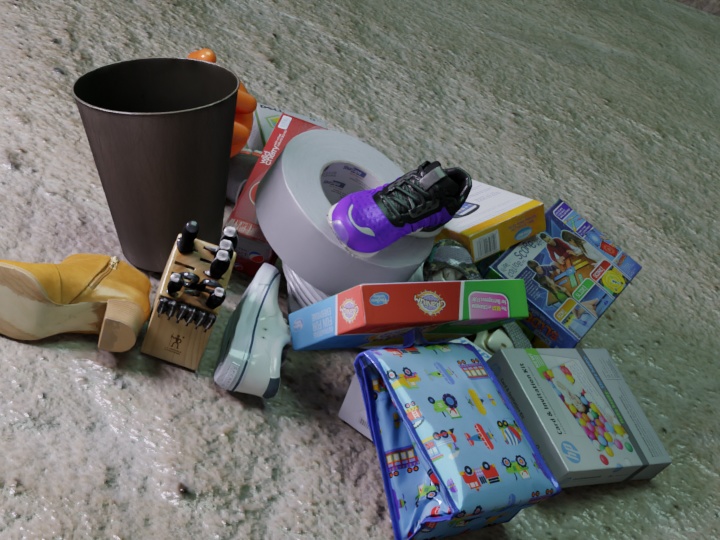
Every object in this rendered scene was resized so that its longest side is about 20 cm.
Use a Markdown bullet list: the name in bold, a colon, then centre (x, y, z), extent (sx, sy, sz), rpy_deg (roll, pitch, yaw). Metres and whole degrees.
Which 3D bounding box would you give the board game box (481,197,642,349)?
- **board game box**: centre (0.239, 0.005, 1.817), extent (0.135, 0.035, 0.200), rpy_deg (41, 41, 9)

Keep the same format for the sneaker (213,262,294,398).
- **sneaker**: centre (-0.103, 0.069, 1.613), extent (0.070, 0.073, 0.201), rpy_deg (28, 34, -10)

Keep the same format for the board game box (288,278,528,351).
- **board game box**: centre (0.048, 0.046, 1.571), extent (0.198, 0.153, 0.041), rpy_deg (-2, 79, -31)

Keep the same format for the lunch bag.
- **lunch bag**: centre (0.082, 0.147, 1.481), extent (0.150, 0.094, 0.202), rpy_deg (-3, 66, -42)

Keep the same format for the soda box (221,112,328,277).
- **soda box**: centre (-0.101, -0.088, 1.801), extent (0.063, 0.070, 0.201), rpy_deg (20, 52, 5)

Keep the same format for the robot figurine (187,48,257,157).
- **robot figurine**: centre (-0.208, -0.190, 1.879), extent (0.116, 0.145, 0.199), rpy_deg (-27, 17, -35)

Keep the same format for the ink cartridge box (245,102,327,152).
- **ink cartridge box**: centre (-0.096, -0.169, 2.057), extent (0.103, 0.060, 0.201), rpy_deg (13, 28, -19)

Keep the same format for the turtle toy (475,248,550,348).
- **turtle toy**: centre (0.190, 0.010, 1.902), extent (0.144, 0.102, 0.200), rpy_deg (22, 21, -3)

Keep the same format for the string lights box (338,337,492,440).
- **string lights box**: centre (0.076, 0.133, 1.632), extent (0.102, 0.059, 0.199), rpy_deg (33, 28, 22)

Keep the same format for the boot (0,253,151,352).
- **boot**: centre (-0.309, 0.016, 1.549), extent (0.199, 0.071, 0.144), rpy_deg (19, 20, -13)

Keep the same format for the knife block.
- **knife block**: centre (-0.164, 0.000, 1.557), extent (0.063, 0.177, 0.201), rpy_deg (19, 26, -8)

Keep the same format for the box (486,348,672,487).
- **box**: centre (0.235, 0.157, 1.664), extent (0.199, 0.041, 0.157), rpy_deg (3, 50, -45)

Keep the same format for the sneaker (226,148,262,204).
- **sneaker**: centre (-0.112, -0.082, 1.873), extent (0.199, 0.078, 0.082), rpy_deg (26, 37, 15)

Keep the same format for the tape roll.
- **tape roll**: centre (-0.016, -0.061, 1.697), extent (0.199, 0.066, 0.201), rpy_deg (24, 38, -20)

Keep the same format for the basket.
- **basket**: centre (-0.215, -0.112, 1.669), extent (0.178, 0.202, 0.136), rpy_deg (1, 32, 2)

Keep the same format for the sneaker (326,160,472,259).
- **sneaker**: centre (0.049, -0.076, 1.624), extent (0.199, 0.099, 0.070), rpy_deg (-19, 73, -51)

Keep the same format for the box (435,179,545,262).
- **box**: centre (0.114, -0.068, 1.845), extent (0.118, 0.042, 0.199), rpy_deg (-23, 26, -29)

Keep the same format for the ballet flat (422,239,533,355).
- **ballet flat**: centre (0.131, 0.061, 1.741), extent (0.201, 0.072, 0.072), rpy_deg (56, 25, -10)

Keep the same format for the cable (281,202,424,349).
- **cable**: centre (0.000, 0.000, 1.760), extent (0.198, 0.069, 0.201), rpy_deg (12, 45, -34)
